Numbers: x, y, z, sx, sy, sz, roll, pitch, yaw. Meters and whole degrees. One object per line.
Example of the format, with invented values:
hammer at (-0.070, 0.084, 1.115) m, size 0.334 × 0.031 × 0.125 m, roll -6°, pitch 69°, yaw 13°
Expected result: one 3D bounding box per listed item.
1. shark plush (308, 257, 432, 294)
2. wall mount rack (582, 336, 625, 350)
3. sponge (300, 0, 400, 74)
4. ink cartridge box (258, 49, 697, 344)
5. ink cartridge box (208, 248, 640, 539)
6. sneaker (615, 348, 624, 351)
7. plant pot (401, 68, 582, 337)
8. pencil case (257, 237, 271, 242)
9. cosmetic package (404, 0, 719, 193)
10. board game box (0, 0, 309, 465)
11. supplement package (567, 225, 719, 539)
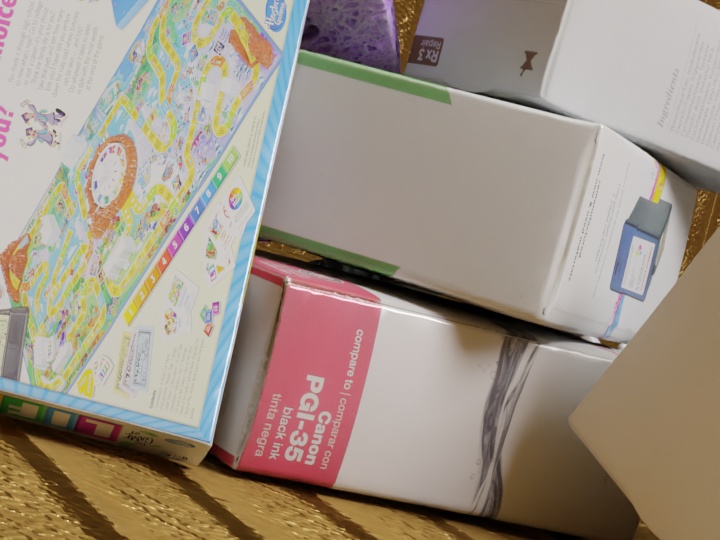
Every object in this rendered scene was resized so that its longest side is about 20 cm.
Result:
shark plush at (0.000, 0.000, 1.163) m, size 0.091 × 0.083 × 0.200 m, roll 62°, pitch 6°, yaw 24°
wall mount rack at (0.229, 0.098, 1.335) m, size 0.172 × 0.075 × 0.200 m, roll 15°, pitch 1°, yaw -7°
sponge at (-0.084, -0.115, 0.905) m, size 0.198 × 0.030 × 0.112 m, roll -2°, pitch -21°, yaw 5°
ink cartridge box at (0.057, -0.027, 0.914) m, size 0.144 × 0.088 × 0.200 m, roll 16°, pitch -1°, yaw 22°
ink cartridge box at (0.017, 0.051, 0.891) m, size 0.198 × 0.084 × 0.146 m, roll 15°, pitch 2°, yaw -26°
sneaker at (0.081, 0.075, 1.083) m, size 0.098 × 0.079 × 0.200 m, roll 8°, pitch -5°, yaw -17°
plant pot at (0.066, -0.059, 1.093) m, size 0.092 × 0.203 × 0.201 m, roll -4°, pitch 7°, yaw -14°
pencil case at (-0.088, -0.044, 1.178) m, size 0.082 × 0.087 × 0.200 m, roll -31°, pitch 7°, yaw -25°
cosmetic package at (0.129, -0.089, 0.934) m, size 0.199 × 0.075 × 0.101 m, roll 18°, pitch -2°, yaw -39°
board game box at (-0.104, -0.038, 0.796) m, size 0.133 × 0.202 × 0.034 m, roll 16°, pitch -22°, yaw -9°
supplement package at (0.208, 0.069, 0.831) m, size 0.199 × 0.120 × 0.121 m, roll 12°, pitch 31°, yaw -47°
